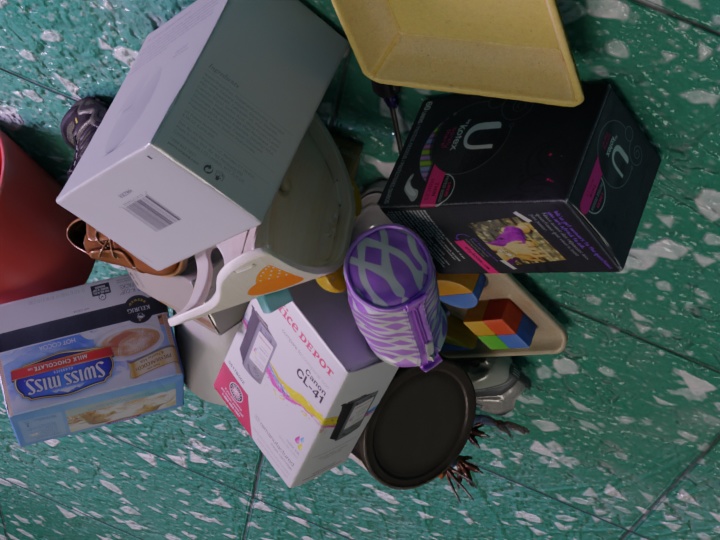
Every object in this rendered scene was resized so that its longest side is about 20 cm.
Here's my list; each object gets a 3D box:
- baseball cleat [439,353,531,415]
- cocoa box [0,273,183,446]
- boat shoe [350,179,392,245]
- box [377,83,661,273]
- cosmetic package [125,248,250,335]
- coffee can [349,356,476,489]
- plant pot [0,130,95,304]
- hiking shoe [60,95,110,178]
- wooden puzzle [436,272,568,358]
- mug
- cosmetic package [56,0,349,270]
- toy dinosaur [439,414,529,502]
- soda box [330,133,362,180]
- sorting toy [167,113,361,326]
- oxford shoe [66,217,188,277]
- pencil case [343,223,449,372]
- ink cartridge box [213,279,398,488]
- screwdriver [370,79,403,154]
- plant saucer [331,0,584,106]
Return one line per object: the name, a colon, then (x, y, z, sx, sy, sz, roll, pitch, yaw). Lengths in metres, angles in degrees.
baseball cleat: (0.106, 0.134, 1.878, 0.106, 0.070, 0.199, 40, 151, -30)
cocoa box: (-0.306, 0.100, 1.851, 0.198, 0.132, 0.134, -13, 161, -11)
boat shoe: (0.000, 0.000, 1.657, 0.073, 0.065, 0.201, 27, 131, 10)
box: (0.135, -0.075, 1.406, 0.199, 0.123, 0.106, -1, 146, 40)
cosmetic package: (-0.166, -0.011, 1.715, 0.200, 0.105, 0.072, 26, 147, 56)
coffee can: (0.008, 0.128, 1.785, 0.199, 0.147, 0.146, 30, 167, 49)
plant pot: (-0.405, -0.043, 1.863, 0.199, 0.202, 0.177, -1, 155, 40)
hiking shoe: (-0.268, -0.111, 1.664, 0.199, 0.101, 0.076, 24, 156, 54)
wooden puzzle: (0.092, 0.032, 1.715, 0.184, 0.047, 0.200, -5, 138, 45)
mug: (-0.165, 0.046, 1.869, 0.184, 0.150, 0.154, 9, 143, 15)
cosmetic package: (-0.138, -0.130, 1.446, 0.122, 0.201, 0.199, 35, 152, -22)
toy dinosaur: (0.092, 0.198, 1.887, 0.199, 0.106, 0.181, 20, 172, 31)
soda box: (-0.049, -0.062, 1.645, 0.063, 0.068, 0.200, 23, 154, 3)
sorting toy: (-0.100, -0.023, 1.498, 0.179, 0.201, 0.107, -27, 124, 32)
oxford shoe: (-0.232, -0.026, 1.637, 0.071, 0.072, 0.199, -12, -170, -32)
pencil case: (0.034, 0.029, 1.464, 0.086, 0.083, 0.200, 61, 179, 21)
ink cartridge box: (-0.053, 0.095, 1.638, 0.148, 0.085, 0.201, 50, 141, 23)
screwdriver: (0.032, -0.141, 1.487, 0.028, 0.029, 0.200, 14, 156, 18)
plant saucer: (0.071, -0.217, 1.282, 0.198, 0.049, 0.201, 10, 150, 26)
